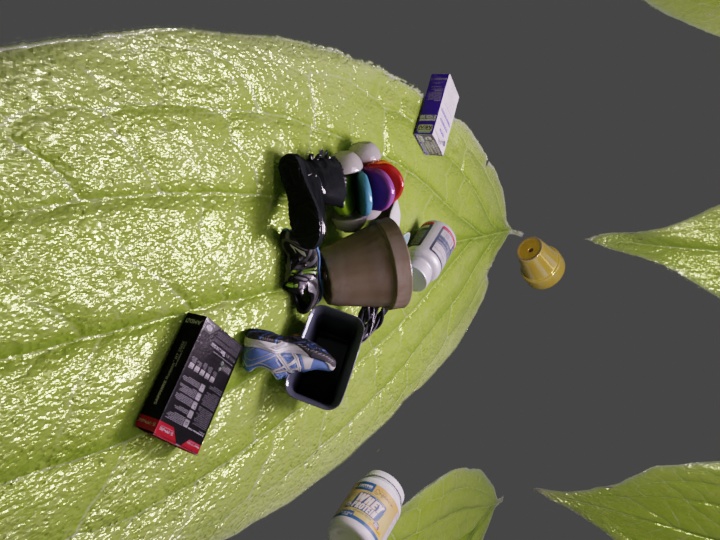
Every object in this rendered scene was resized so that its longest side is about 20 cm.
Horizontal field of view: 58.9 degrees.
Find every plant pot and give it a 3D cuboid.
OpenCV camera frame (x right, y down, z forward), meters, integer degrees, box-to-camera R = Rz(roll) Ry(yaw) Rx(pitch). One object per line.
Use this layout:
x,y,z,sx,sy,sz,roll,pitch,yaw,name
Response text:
0.000,0.000,1.386,0.169,0.200,0.205,-12,113,-18,plant pot
0.809,-0.047,2.916,0.188,0.198,0.205,41,61,-40,plant pot

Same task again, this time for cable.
0.035,0.095,1.569,0.203,0.050,0.163,-64,169,10,cable

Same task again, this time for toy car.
0.018,-0.185,1.426,0.200,0.147,0.179,-38,130,-52,toy car

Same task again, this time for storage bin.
-0.086,0.195,1.365,0.135,0.142,0.204,105,4,-70,storage bin

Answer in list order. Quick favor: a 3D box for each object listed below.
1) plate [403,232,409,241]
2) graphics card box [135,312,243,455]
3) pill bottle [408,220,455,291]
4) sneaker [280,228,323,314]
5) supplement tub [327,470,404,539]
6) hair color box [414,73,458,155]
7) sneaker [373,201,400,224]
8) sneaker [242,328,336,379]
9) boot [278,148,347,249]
0.063,-0.015,1.620,0.202,0.025,0.201,-54,169,-15,plate
-0.281,0.189,1.066,0.126,0.050,0.204,52,53,-53,graphics card box
0.185,-0.039,1.808,0.201,0.117,0.122,-53,140,-41,pill bottle
-0.121,0.004,1.296,0.083,0.069,0.203,-59,147,-46,sneaker
0.018,0.631,1.640,0.200,0.142,0.148,-43,134,-50,supplement tub
0.220,-0.446,1.830,0.109,0.063,0.204,45,56,-57,hair color box
0.062,-0.091,1.612,0.203,0.071,0.085,-65,145,-31,sneaker
-0.141,0.171,1.249,0.196,0.076,0.079,17,95,-23,sneaker
-0.081,-0.144,1.278,0.161,0.072,0.203,-7,80,-60,boot
